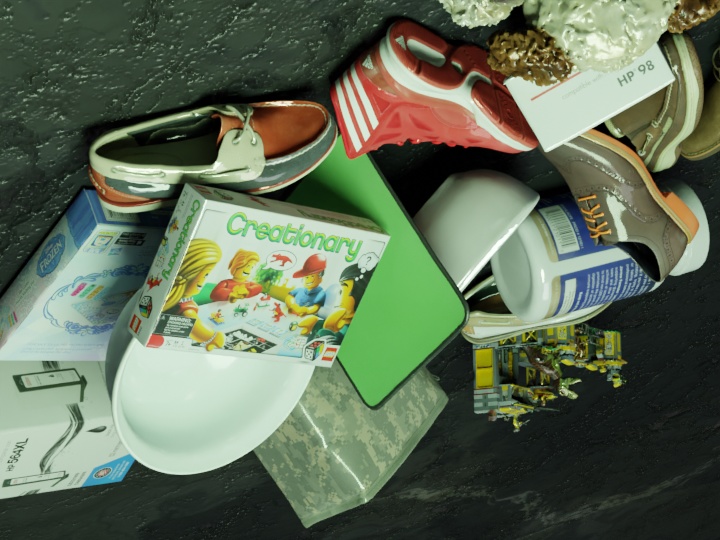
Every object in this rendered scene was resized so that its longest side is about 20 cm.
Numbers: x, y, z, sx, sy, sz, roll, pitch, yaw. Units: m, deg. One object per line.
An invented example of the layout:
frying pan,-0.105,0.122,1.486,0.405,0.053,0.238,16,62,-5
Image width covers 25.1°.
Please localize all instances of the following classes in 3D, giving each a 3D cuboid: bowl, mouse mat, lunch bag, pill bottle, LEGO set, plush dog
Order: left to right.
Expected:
bowl,-0.138,0.062,1.359,0.200,0.090,0.203,-22,130,-28
lunch bag,-0.018,0.112,1.529,0.117,0.165,0.200,-29,-171,44
mouse mat,0.000,0.000,1.368,0.007,0.201,0.161,-15,157,-45
bowl,0.072,-0.013,1.453,0.200,0.075,0.200,-49,174,6
LEGO set,0.211,0.123,1.817,0.152,0.117,0.200,-6,167,23
plush dog,0.154,-0.215,1.109,0.198,0.173,0.161,-22,154,0
pill bottle,0.237,-0.025,1.602,0.198,0.117,0.116,-13,153,-19

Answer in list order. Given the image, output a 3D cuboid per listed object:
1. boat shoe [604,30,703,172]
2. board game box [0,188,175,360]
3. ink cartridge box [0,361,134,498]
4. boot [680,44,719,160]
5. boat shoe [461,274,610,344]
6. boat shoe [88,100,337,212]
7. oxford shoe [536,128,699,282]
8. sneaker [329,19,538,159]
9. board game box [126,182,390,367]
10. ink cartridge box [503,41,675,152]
boat shoe,0.256,-0.140,1.452,0.074,0.075,0.203,-13,154,-5
board game box,-0.195,0.009,1.401,0.199,0.044,0.199,3,142,-42
ink cartridge box,-0.306,0.146,1.525,0.198,0.085,0.146,-6,150,-32
boot,0.339,-0.182,1.463,0.075,0.074,0.200,18,132,-27
boat shoe,0.194,0.022,1.705,0.198,0.075,0.068,-23,160,3
boat shoe,-0.112,-0.097,1.245,0.198,0.072,0.063,-14,150,-9
oxford shoe,0.228,-0.065,1.479,0.199,0.073,0.071,36,162,-20
sneaker,0.052,-0.131,1.323,0.115,0.079,0.199,-29,143,32
board game box,-0.078,0.007,1.282,0.199,0.035,0.127,9,112,-44
ink cartridge box,0.180,-0.153,1.265,0.115,0.067,0.200,-29,-175,14
